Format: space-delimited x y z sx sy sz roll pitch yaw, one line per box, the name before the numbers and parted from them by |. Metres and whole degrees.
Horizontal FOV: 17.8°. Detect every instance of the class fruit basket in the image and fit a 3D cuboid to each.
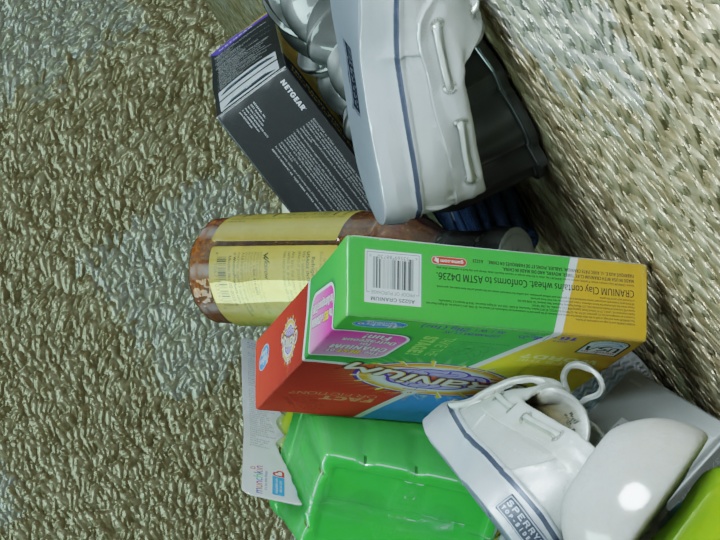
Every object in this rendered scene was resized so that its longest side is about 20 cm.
fruit basket | 0.018 0.104 1.339 0.185 0.094 0.200 12 -164 -9

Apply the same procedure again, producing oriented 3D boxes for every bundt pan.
bundt pan | 0.012 -0.114 1.220 0.202 0.076 0.202 56 177 4

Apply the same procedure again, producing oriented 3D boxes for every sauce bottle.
sauce bottle | 0.000 0.000 1.243 0.200 0.066 0.066 2 139 36

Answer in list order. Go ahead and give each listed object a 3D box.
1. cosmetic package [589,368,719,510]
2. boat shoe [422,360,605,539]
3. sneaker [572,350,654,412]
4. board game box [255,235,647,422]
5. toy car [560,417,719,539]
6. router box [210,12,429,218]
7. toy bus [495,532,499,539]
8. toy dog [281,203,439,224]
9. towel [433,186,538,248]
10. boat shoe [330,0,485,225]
cosmetic package | 0.172 0.160 1.255 0.090 0.107 0.200 31 163 47
boat shoe | 0.088 0.083 1.132 0.075 0.086 0.202 53 179 -6
sneaker | 0.135 0.068 1.349 0.114 0.075 0.200 61 180 34
board game box | 0.040 0.036 1.176 0.200 0.153 0.040 131 142 -68
toy car | 0.149 0.174 1.022 0.175 0.200 0.150 34 178 12
router box | -0.010 -0.049 1.370 0.200 0.052 0.157 52 -173 -18
toy bus | 0.114 0.157 1.507 0.200 0.192 0.136 57 179 -6
toy dog | 0.026 -0.003 1.602 0.194 0.140 0.200 35 179 29
towel | 0.035 -0.087 1.442 0.200 0.048 0.112 54 176 42
boat shoe | 0.024 -0.116 1.065 0.074 0.065 0.200 -116 15 -50
